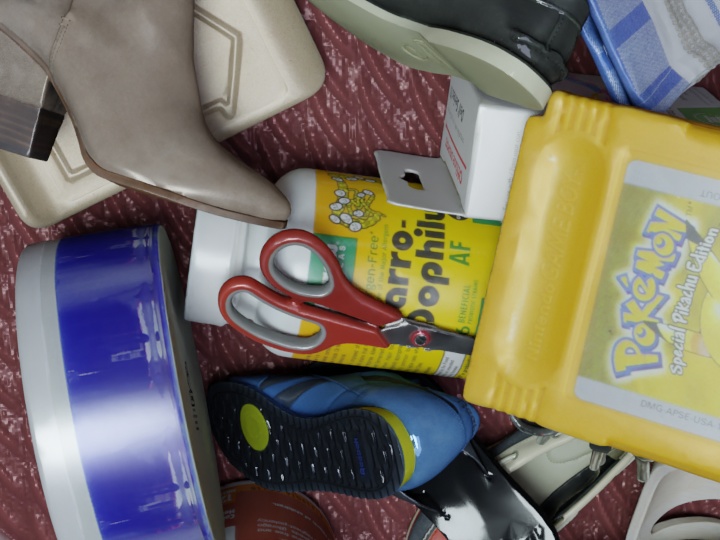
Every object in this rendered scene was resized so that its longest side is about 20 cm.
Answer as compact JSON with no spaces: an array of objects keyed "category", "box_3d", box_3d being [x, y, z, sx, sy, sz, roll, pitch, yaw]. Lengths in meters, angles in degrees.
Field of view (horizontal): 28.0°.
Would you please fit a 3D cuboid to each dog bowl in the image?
[{"category":"dog bowl","box_3d":[-0.133,0.076,0.820,0.079,0.200,0.201,-11,108,-4]}]

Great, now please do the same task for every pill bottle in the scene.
[{"category":"pill bottle","box_3d":[0.000,0.000,0.852,0.199,0.113,0.113,8,107,-7]},{"category":"pill bottle","box_3d":[-0.064,0.216,0.868,0.112,0.200,0.113,-1,107,-4]}]

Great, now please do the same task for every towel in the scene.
[{"category":"towel","box_3d":[0.181,-0.185,0.798,0.200,0.024,0.147,-38,108,-32]}]

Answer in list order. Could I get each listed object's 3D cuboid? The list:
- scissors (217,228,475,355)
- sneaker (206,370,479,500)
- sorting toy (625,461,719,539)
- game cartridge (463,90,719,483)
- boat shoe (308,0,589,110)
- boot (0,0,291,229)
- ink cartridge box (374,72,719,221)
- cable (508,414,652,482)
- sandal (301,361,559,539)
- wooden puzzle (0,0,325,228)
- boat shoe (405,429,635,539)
[{"category":"scissors","box_3d":[0.019,0.037,0.804,0.200,0.014,0.073,25,115,-18]},{"category":"sneaker","box_3d":[-0.013,0.092,0.867,0.078,0.200,0.066,-20,104,-40]},{"category":"sorting toy","box_3d":[0.252,0.122,0.923,0.199,0.107,0.180,7,123,-22]},{"category":"game cartridge","box_3d":[0.164,0.013,0.740,0.199,0.032,0.177,16,103,19]},{"category":"boat shoe","box_3d":[0.039,-0.145,0.786,0.074,0.201,0.063,34,85,-47]},{"category":"boot","box_3d":[-0.115,-0.118,0.772,0.199,0.070,0.147,17,92,-2]},{"category":"ink cartridge box","box_3d":[0.113,-0.073,0.835,0.199,0.117,0.068,5,110,-7]},{"category":"cable","box_3d":[0.146,0.035,0.831,0.097,0.050,0.201,17,117,8]},{"category":"sandal","box_3d":[0.043,0.119,0.896,0.200,0.043,0.076,40,100,11]},{"category":"wooden puzzle","box_3d":[-0.145,-0.147,0.833,0.200,0.046,0.186,-27,108,-1]},{"category":"boat shoe","box_3d":[0.105,0.146,0.933,0.200,0.063,0.071,-43,108,10]}]
